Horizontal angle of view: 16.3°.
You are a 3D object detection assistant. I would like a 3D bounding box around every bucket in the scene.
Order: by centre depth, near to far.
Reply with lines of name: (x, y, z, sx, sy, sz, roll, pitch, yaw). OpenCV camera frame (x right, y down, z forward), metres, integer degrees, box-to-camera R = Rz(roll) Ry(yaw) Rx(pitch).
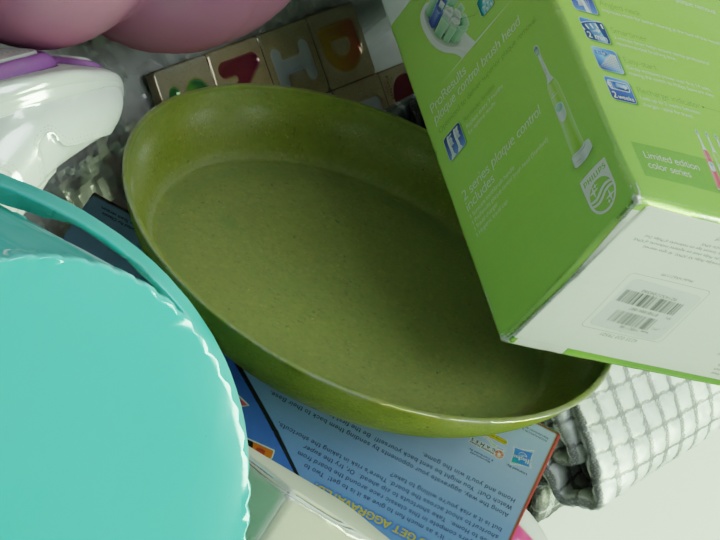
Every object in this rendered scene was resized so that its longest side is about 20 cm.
bucket: (-0.140, 0.066, 0.750, 0.207, 0.135, 0.208, -14, 112, -38)

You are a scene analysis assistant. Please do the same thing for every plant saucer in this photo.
plant saucer: (0.000, 0.000, 0.947, 0.200, 0.031, 0.200, 19, 32, -13)

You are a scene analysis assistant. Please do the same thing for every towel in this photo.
towel: (0.091, -0.008, 1.104, 0.165, 0.086, 0.200, -25, 95, -43)

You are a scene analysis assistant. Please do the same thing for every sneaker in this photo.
sneaker: (-0.158, -0.016, 0.864, 0.200, 0.075, 0.100, -30, 114, -42)

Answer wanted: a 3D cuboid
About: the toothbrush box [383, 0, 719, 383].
toothbrush box: (0.105, -0.063, 0.964, 0.145, 0.086, 0.200, 12, 46, -35)

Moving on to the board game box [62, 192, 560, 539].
board game box: (-0.035, 0.055, 0.920, 0.200, 0.019, 0.103, 27, 51, 3)

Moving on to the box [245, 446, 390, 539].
box: (-0.069, 0.157, 0.832, 0.082, 0.068, 0.200, 36, 88, -38)

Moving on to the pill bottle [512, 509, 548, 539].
pill bottle: (-0.007, 0.174, 0.932, 0.113, 0.113, 0.200, 48, 49, -28)

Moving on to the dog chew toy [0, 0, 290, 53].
dog chew toy: (-0.108, -0.135, 0.907, 0.200, 0.124, 0.125, -12, 89, -39)

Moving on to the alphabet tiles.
alphabet tiles: (-0.017, -0.020, 1.054, 0.200, 0.006, 0.167, -26, 99, -48)
